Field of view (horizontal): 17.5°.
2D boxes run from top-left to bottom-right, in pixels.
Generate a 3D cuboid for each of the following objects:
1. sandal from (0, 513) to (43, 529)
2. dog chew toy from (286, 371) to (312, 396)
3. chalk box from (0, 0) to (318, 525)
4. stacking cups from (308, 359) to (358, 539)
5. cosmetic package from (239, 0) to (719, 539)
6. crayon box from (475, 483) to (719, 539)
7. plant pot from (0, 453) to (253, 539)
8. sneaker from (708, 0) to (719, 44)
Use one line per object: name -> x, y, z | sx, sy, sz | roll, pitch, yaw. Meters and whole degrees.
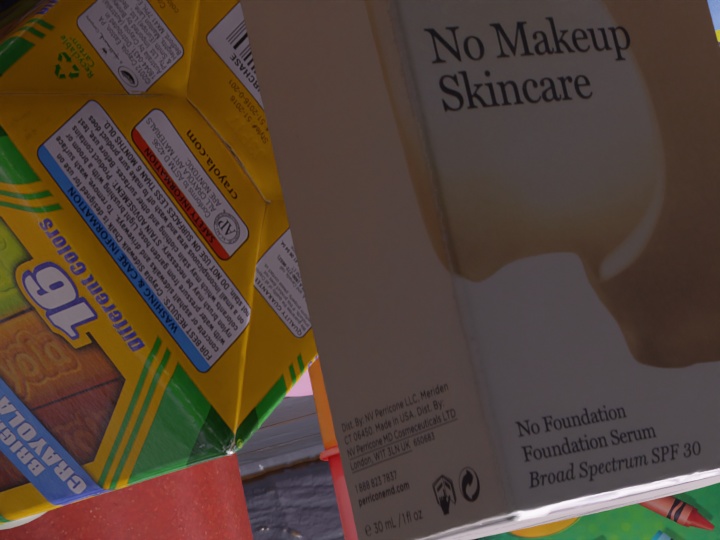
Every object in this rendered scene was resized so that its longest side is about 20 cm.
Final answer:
sandal -> -0.133, 0.019, 0.847 | 0.079, 0.202, 0.058 | -11, 137, 5
dog chew toy -> 0.005, -0.027, 0.945 | 0.199, 0.125, 0.124 | -22, -179, -44
chalk box -> -0.099, -0.009, 0.709 | 0.199, 0.125, 0.124 | -23, -160, 47
stacking cups -> 0.000, 0.000, 0.800 | 0.060, 0.202, 0.061 | -13, 170, -2
cosmetic package -> 0.036, -0.037, 0.592 | 0.105, 0.202, 0.071 | -9, 171, -33
crayon box -> 0.089, 0.071, 0.947 | 0.118, 0.059, 0.200 | -1, -165, -5
plant pot -> -0.127, 0.124, 1.010 | 0.199, 0.197, 0.201 | -16, -177, 1
sneaker -> 0.067, -0.104, 0.746 | 0.078, 0.066, 0.200 | 29, 162, -25
